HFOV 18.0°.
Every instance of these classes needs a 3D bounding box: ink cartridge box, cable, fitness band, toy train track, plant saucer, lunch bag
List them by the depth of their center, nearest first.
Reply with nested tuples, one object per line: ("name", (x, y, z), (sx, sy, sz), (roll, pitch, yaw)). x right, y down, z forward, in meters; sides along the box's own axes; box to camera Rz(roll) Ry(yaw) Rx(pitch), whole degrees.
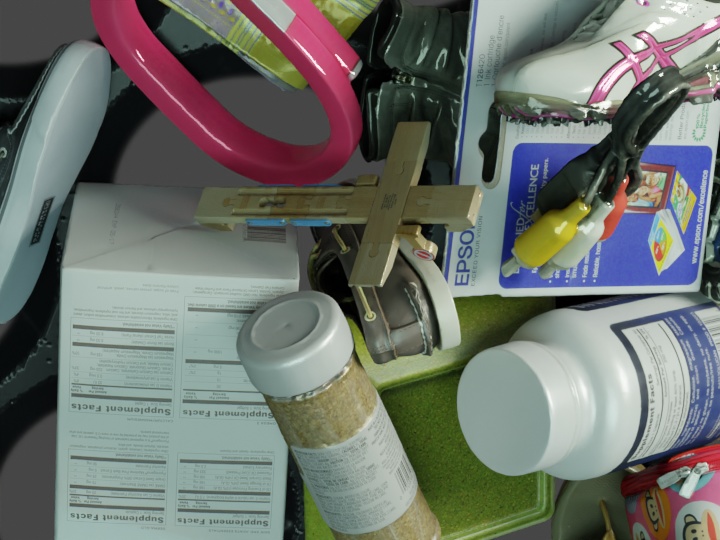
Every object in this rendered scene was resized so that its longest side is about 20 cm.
("cable", (0.158, -0.058, 1.350), (0.097, 0.200, 0.050), (-21, 76, -33))
("toy train track", (-0.012, -0.034, 1.406), (0.200, 0.115, 0.033), (1, 151, 32))
("fitness band", (-0.082, -0.135, 1.436), (0.200, 0.037, 0.143), (47, 141, -18))
("ink cartridge box", (0.137, -0.084, 1.443), (0.200, 0.047, 0.198), (0, 104, -26))
("lunch bag", (0.286, 0.150, 1.525), (0.199, 0.176, 0.082), (-9, 80, -12))
("plant saucer", (0.058, 0.114, 1.536), (0.200, 0.048, 0.200), (-14, 117, -26))

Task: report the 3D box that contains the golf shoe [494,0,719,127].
("golf shoe", (0.157, -0.137, 1.378), (0.200, 0.073, 0.092), (-15, 103, -36))

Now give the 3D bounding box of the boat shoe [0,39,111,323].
("boat shoe", (-0.224, -0.065, 1.486), (0.066, 0.070, 0.200), (28, 111, 17))

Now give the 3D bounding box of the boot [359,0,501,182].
("boot", (0.057, -0.080, 1.470), (0.130, 0.068, 0.201), (-5, 107, -21))

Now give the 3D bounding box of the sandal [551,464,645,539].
("sandal", (0.164, 0.223, 1.631), (0.080, 0.054, 0.200), (16, 112, -9))

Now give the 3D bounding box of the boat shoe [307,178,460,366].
("boat shoe", (0.000, 0.000, 1.443), (0.059, 0.200, 0.072), (-20, 121, -12))

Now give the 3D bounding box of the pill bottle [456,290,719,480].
("pill bottle", (0.160, 0.075, 1.483), (0.200, 0.111, 0.111), (-10, 122, -43))

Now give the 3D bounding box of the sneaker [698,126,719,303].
("sneaker", (0.278, -0.076, 1.502), (0.089, 0.079, 0.201), (3, 107, -34))

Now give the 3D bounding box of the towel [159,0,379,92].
("towel", (-0.035, -0.220, 1.444), (0.144, 0.023, 0.200), (38, 107, -16))

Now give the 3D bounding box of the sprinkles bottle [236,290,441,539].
("sprinkles bottle", (-0.011, 0.106, 1.414), (0.068, 0.068, 0.200), (-20, 125, 6))

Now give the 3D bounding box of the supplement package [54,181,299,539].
("supplement package", (-0.119, 0.064, 1.494), (0.150, 0.152, 0.201), (3, 113, -4))
